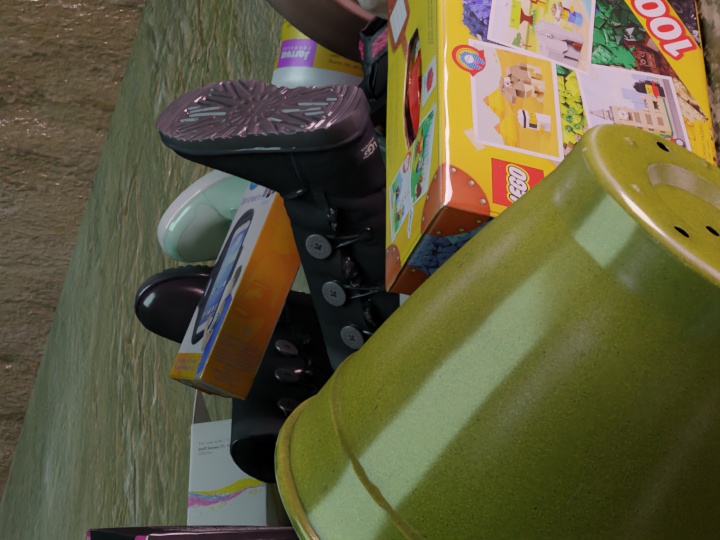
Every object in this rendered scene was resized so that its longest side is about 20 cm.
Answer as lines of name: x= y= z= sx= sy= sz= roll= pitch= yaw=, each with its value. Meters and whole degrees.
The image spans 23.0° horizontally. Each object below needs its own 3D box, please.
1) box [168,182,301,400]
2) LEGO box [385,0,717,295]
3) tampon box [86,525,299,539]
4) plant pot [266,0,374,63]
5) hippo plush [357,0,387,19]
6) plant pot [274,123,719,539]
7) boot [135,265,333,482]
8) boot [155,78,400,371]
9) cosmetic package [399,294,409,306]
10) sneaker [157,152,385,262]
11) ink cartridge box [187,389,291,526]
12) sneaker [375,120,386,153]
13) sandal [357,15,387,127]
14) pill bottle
box: x=-0.073 y=-0.008 z=1.261 sx=0.201 sy=0.041 sz=0.119 roll=-70 pitch=15 yaw=-8
LEGO box: x=0.093 y=-0.074 z=0.886 sx=0.077 sy=0.148 sz=0.201 roll=122 pitch=155 yaw=-50
tampon box: x=-0.090 y=0.231 z=1.079 sx=0.200 sy=0.126 sz=0.151 roll=157 pitch=113 yaw=-71
plant pot: x=0.026 y=-0.275 z=1.264 sx=0.173 sy=0.199 sz=0.201 roll=-43 pitch=34 yaw=35
hippo plush: x=0.101 y=-0.213 z=1.063 sx=0.200 sy=0.160 sz=0.161 roll=-39 pitch=30 yaw=-16
plant pot: x=0.098 y=0.051 z=0.746 sx=0.193 sy=0.200 sz=0.201 roll=-56 pitch=23 yaw=23
boot: x=-0.093 y=0.084 z=1.367 sx=0.200 sy=0.164 sz=0.066 roll=-98 pitch=18 yaw=-53
boot: x=-0.034 y=-0.022 z=1.145 sx=0.164 sy=0.201 sz=0.066 roll=8 pitch=45 yaw=39
cosmetic package: x=0.076 y=-0.035 z=1.031 sx=0.104 sy=0.087 sz=0.201 roll=117 pitch=159 yaw=-46
sneaker: x=-0.062 y=-0.026 z=1.359 sx=0.074 sy=0.199 sz=0.119 roll=61 pitch=-166 yaw=-47
ink cartridge box: x=-0.093 y=0.196 z=1.402 sx=0.117 sy=0.067 sz=0.201 roll=77 pitch=-172 yaw=-48
sneaker: x=0.033 y=-0.115 z=1.266 sx=0.200 sy=0.079 sz=0.074 roll=-145 pitch=67 yaw=-75
sandal: x=0.040 y=-0.170 z=1.184 sx=0.200 sy=0.045 sz=0.075 roll=-51 pitch=24 yaw=-7
pill bottle: x=-0.013 y=-0.185 z=1.433 sx=0.104 sy=0.104 sz=0.201 roll=166 pitch=115 yaw=-73
